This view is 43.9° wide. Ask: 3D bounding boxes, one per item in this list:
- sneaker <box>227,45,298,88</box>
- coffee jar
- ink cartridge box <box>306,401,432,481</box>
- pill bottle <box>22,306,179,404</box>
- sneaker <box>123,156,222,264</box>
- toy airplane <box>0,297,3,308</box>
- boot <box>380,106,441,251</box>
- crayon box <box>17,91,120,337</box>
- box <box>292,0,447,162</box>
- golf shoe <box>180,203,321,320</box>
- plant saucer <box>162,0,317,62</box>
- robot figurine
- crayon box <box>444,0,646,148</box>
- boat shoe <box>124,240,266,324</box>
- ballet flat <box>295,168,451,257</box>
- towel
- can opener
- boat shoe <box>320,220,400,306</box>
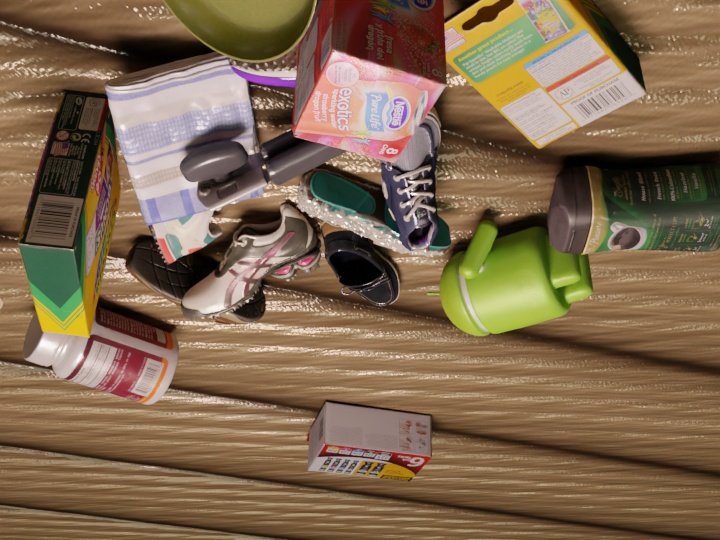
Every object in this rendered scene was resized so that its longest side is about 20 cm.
[{"bbox_3d":[-0.028,-0.189,0.879,0.198,0.070,0.100,0,149,3],"label":"sneaker"},{"bbox_3d":[0.317,-0.070,1.028,0.198,0.086,0.105,-1,150,2],"label":"coffee jar"},{"bbox_3d":[0.010,0.323,1.632,0.198,0.084,0.176,9,146,-12],"label":"ink cartridge box"},{"bbox_3d":[-0.378,0.116,1.308,0.199,0.115,0.114,25,140,-31],"label":"pill bottle"},{"bbox_3d":[-0.213,-0.097,1.043,0.093,0.071,0.201,-21,140,-14],"label":"sneaker"},{"bbox_3d":[-0.537,-0.034,1.067,0.197,0.141,0.202,-5,115,-13],"label":"toy airplane"},{"bbox_3d":[0.060,-0.097,0.958,0.072,0.091,0.200,-15,159,-1],"label":"boot"},{"bbox_3d":[-0.306,-0.058,0.966,0.058,0.201,0.173,6,146,-6],"label":"crayon box"},{"bbox_3d":[0.006,-0.204,0.736,0.094,0.201,0.103,13,145,-18],"label":"box"},{"bbox_3d":[-0.148,-0.011,1.128,0.199,0.077,0.088,-29,120,2],"label":"golf shoe"},{"bbox_3d":[-0.106,-0.269,0.723,0.199,0.031,0.201,24,136,25],"label":"plant saucer"},{"bbox_3d":[0.188,0.016,1.135,0.199,0.117,0.175,-19,146,28],"label":"robot figurine"},{"bbox_3d":[0.167,-0.211,0.854,0.125,0.052,0.199,-25,139,34],"label":"crayon box"},{"bbox_3d":[-0.226,0.028,1.208,0.199,0.076,0.074,28,148,-26],"label":"boat shoe"},{"bbox_3d":[0.013,-0.065,1.072,0.199,0.072,0.072,23,142,-16],"label":"ballet flat"},{"bbox_3d":[-0.178,-0.135,0.945,0.146,0.024,0.201,-16,140,-13],"label":"towel"},{"bbox_3d":[-0.089,-0.122,0.943,0.199,0.053,0.067,-23,144,0],"label":"can opener"},{"bbox_3d":[0.000,0.000,1.169,0.074,0.063,0.200,-11,146,15],"label":"boat shoe"}]
